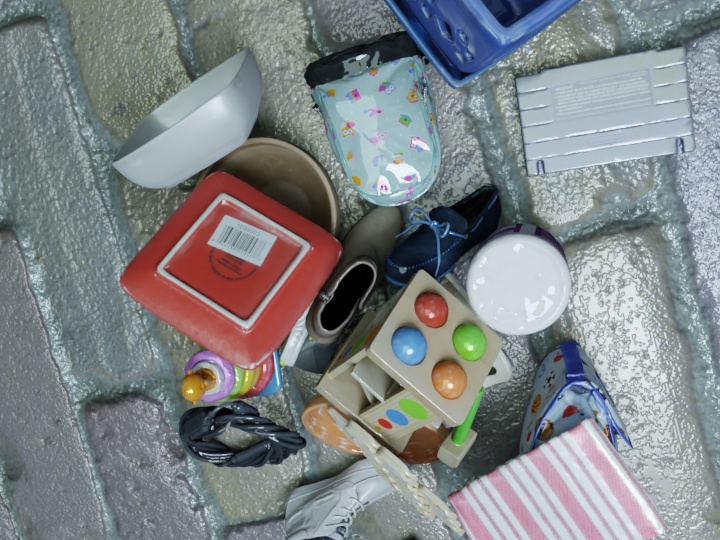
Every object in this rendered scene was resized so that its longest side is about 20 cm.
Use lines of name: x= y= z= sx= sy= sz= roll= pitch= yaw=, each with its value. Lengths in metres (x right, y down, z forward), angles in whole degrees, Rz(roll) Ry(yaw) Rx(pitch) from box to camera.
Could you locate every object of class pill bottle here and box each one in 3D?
pill bottle: x=0.188 y=0.003 z=0.873 sx=0.112 sy=0.200 sz=0.113 roll=2 pitch=99 yaw=14

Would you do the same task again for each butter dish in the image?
butter dish: x=-0.149 y=0.017 z=0.899 sx=0.200 sy=0.148 sz=0.200 roll=30 pitch=65 yaw=10

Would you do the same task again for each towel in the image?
towel: x=0.215 y=0.267 z=0.826 sx=0.200 sy=0.030 sz=0.147 roll=-36 pitch=87 yaw=19

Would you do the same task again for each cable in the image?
cable: x=-0.169 y=0.233 z=1.037 sx=0.163 sy=0.051 sz=0.200 roll=20 pitch=145 yaw=-23

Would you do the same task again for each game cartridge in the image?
game cartridge: x=0.296 y=-0.194 z=0.906 sx=0.199 sy=0.038 sz=0.130 roll=-7 pitch=93 yaw=15

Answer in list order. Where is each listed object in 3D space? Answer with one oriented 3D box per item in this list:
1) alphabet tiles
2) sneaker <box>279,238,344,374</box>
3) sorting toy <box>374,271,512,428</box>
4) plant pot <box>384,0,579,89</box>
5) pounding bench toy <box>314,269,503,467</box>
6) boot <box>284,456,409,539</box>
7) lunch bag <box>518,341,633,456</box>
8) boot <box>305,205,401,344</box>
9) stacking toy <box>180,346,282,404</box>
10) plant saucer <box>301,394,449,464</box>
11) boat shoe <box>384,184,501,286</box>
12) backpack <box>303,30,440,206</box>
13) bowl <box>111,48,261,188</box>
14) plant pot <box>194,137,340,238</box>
alphabet tiles: x=0.039 y=0.240 z=0.879 sx=0.195 sy=0.200 sz=0.015 roll=35 pitch=73 yaw=29
sneaker: x=-0.039 y=0.051 z=1.012 sx=0.084 sy=0.075 sz=0.200 roll=25 pitch=103 yaw=-11
sorting toy: x=0.096 y=0.111 z=0.971 sx=0.200 sy=0.107 sz=0.180 roll=-43 pitch=94 yaw=16
plant pot: x=0.136 y=-0.334 z=0.825 sx=0.200 sy=0.180 sz=0.200 roll=-37 pitch=89 yaw=-16
pounding bench toy: x=0.085 y=0.125 z=0.823 sx=0.200 sy=0.124 sz=0.156 roll=41 pitch=143 yaw=-6
boot: x=-0.019 y=0.331 z=1.017 sx=0.200 sy=0.096 sz=0.074 roll=-28 pitch=123 yaw=21
lunch bag: x=0.257 y=0.202 z=0.902 sx=0.123 sy=0.170 sz=0.201 roll=3 pitch=100 yaw=11
boot: x=0.000 y=0.000 z=0.890 sx=0.070 sy=0.146 sz=0.200 roll=28 pitch=86 yaw=-3
stacking toy: x=-0.189 y=0.136 z=0.984 sx=0.109 sy=0.200 sz=0.117 roll=-6 pitch=96 yaw=14
plant saucer: x=0.022 y=0.202 z=0.973 sx=0.199 sy=0.200 sz=0.038 roll=7 pitch=58 yaw=12
boat shoe: x=0.097 y=-0.051 z=0.897 sx=0.084 sy=0.200 sz=0.069 roll=25 pitch=133 yaw=28
backpack: x=0.023 y=-0.179 z=0.926 sx=0.166 sy=0.127 sz=0.201 roll=-16 pitch=97 yaw=12
bowl: x=-0.211 y=-0.187 z=0.958 sx=0.200 sy=0.200 sz=0.075 roll=-27 pitch=117 yaw=16
plant pot: x=-0.116 y=-0.076 z=0.991 sx=0.200 sy=0.093 sz=0.202 roll=2 pitch=100 yaw=14
